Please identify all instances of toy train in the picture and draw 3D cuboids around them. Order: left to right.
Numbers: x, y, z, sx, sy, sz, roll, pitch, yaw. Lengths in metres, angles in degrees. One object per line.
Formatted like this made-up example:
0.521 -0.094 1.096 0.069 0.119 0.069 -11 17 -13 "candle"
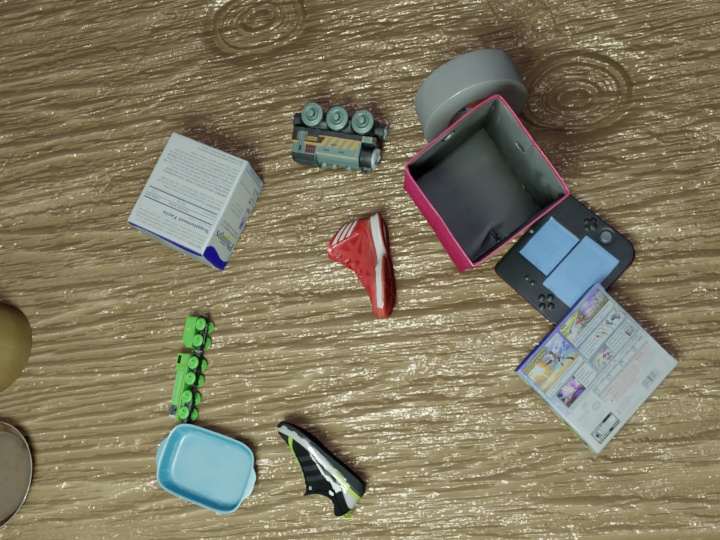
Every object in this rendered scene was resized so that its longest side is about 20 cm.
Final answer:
-0.320 0.183 1.278 0.055 0.042 0.206 2 74 22 "toy train"
-0.045 -0.255 1.333 0.194 0.085 0.118 11 88 12 "toy train"

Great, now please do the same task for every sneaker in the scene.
-0.081 0.342 1.163 0.198 0.072 0.084 37 84 19 "sneaker"
0.000 0.000 1.258 0.112 0.079 0.205 -12 59 17 "sneaker"

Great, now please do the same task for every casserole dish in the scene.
-0.271 0.351 1.217 0.195 0.039 0.124 14 77 16 "casserole dish"

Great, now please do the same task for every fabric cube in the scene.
0.200 -0.137 1.155 0.194 0.199 0.202 -36 86 1 "fabric cube"

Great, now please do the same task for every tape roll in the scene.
0.198 -0.304 1.230 0.195 0.201 0.068 -20 71 5 "tape roll"

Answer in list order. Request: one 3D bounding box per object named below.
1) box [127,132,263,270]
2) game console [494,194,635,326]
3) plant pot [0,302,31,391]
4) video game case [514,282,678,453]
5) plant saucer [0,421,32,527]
-0.318 -0.134 1.336 0.180 0.105 0.204 22 78 16 "box"
0.360 -0.016 1.201 0.200 0.031 0.177 -45 71 -4 "game console"
-0.771 0.131 1.301 0.180 0.200 0.192 -3 73 11 "plant pot"
0.383 0.158 1.120 0.200 0.045 0.181 -45 83 -5 "video game case"
-0.702 0.392 1.296 0.194 0.035 0.207 -3 73 11 "plant saucer"
